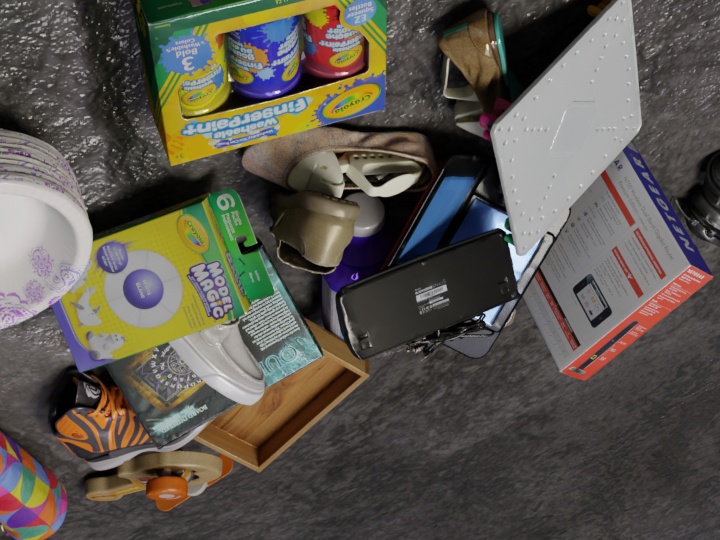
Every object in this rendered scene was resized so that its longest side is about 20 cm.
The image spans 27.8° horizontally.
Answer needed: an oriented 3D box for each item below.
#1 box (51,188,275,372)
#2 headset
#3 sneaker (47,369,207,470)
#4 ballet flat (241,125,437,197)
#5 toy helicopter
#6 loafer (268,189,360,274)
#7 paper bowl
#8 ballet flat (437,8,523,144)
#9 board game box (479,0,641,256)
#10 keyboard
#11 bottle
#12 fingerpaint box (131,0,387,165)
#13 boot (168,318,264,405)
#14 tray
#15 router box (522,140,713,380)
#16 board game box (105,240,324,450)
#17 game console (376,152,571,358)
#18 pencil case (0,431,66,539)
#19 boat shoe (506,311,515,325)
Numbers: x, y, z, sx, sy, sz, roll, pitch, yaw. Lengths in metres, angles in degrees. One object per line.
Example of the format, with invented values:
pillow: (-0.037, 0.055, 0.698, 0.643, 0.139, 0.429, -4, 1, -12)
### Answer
box: (-0.189, 0.008, 1.353, 0.198, 0.048, 0.118, -20, 102, 6)
headset: (0.416, -0.070, 1.644, 0.199, 0.094, 0.124, -16, 147, -31)
sneaker: (-0.246, 0.142, 1.529, 0.199, 0.078, 0.112, -28, 134, 19)
ballet flat: (-0.013, -0.098, 1.374, 0.198, 0.068, 0.068, -6, 142, -24)
toy helicopter: (-0.238, 0.238, 1.678, 0.199, 0.080, 0.132, -19, 155, 36)
loafer: (-0.052, -0.034, 1.365, 0.075, 0.068, 0.200, 18, 174, -8)
paper bowl: (-0.333, -0.042, 1.226, 0.199, 0.105, 0.201, -16, 145, -12)
ballet flat: (0.116, -0.168, 1.369, 0.072, 0.068, 0.200, -9, 149, 15)
board game box: (0.195, -0.141, 1.394, 0.200, 0.026, 0.201, -46, 147, -18)
keyboard: (0.065, 0.032, 1.436, 0.199, 0.040, 0.105, -19, 107, -23)
bottle: (0.000, 0.000, 1.516, 0.083, 0.066, 0.201, -20, 146, -16)
fingerpaint box: (-0.080, -0.188, 1.206, 0.198, 0.074, 0.167, -15, 145, -12)
boot: (-0.142, 0.037, 1.409, 0.095, 0.074, 0.200, -39, 107, 17)
tray: (-0.090, 0.136, 1.586, 0.098, 0.037, 0.200, 30, 125, -25)
router box: (0.245, -0.019, 1.516, 0.179, 0.201, 0.049, -42, 141, 26)
board game box: (-0.154, 0.077, 1.478, 0.199, 0.028, 0.136, -29, 105, 0)
game console: (0.106, -0.007, 1.463, 0.171, 0.119, 0.201, 27, 106, -12)
pencil case: (-0.393, 0.233, 1.585, 0.088, 0.089, 0.200, -24, 144, 1)
boat shoe: (0.137, 0.021, 1.632, 0.071, 0.060, 0.200, -26, 146, 4)
